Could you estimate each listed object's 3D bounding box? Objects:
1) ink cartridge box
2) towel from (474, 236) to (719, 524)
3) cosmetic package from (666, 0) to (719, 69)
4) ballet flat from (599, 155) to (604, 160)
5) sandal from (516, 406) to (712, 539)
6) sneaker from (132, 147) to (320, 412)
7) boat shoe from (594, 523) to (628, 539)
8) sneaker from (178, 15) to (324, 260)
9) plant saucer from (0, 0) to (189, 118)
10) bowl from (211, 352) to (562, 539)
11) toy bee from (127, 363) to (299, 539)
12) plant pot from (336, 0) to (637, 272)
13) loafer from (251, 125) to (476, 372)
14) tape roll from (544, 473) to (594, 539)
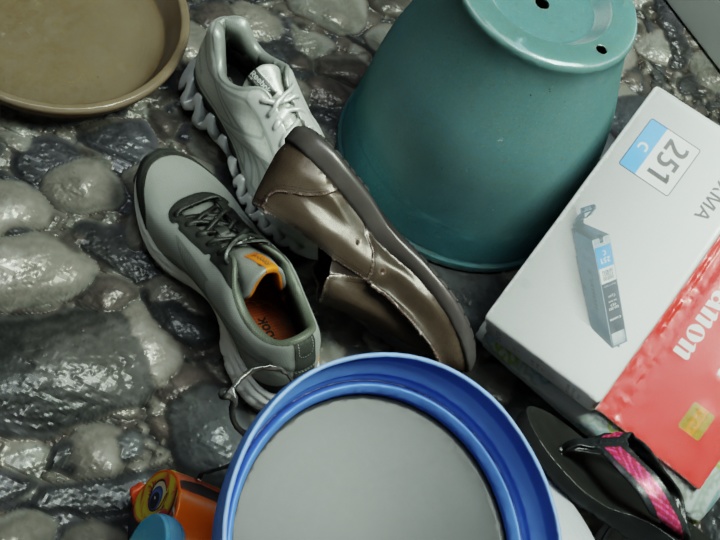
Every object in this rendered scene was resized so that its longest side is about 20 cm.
[{"bbox_3d":[0.208,0.009,0.780,0.175,0.045,0.201,36,83,14],"label":"ink cartridge box"},{"bbox_3d":[0.202,0.043,0.819,0.199,0.048,0.172,40,84,14],"label":"towel"},{"bbox_3d":[0.375,-0.229,1.082,0.112,0.081,0.202,-19,66,-27],"label":"cosmetic package"},{"bbox_3d":[0.233,0.003,0.891,0.068,0.070,0.202,-13,70,-26],"label":"ballet flat"},{"bbox_3d":[0.183,0.142,0.742,0.199,0.045,0.075,37,21,0],"label":"sandal"},{"bbox_3d":[-0.082,-0.008,0.774,0.073,0.080,0.201,-24,66,-29],"label":"sneaker"},{"bbox_3d":[0.170,0.229,0.706,0.070,0.070,0.202,21,49,-6],"label":"boat shoe"},{"bbox_3d":[-0.060,-0.094,0.839,0.075,0.081,0.201,-27,71,-34],"label":"sneaker"},{"bbox_3d":[-0.225,-0.188,0.876,0.197,0.030,0.203,10,55,-14],"label":"plant saucer"},{"bbox_3d":[0.015,0.145,0.617,0.198,0.039,0.204,10,68,-25],"label":"bowl"},{"bbox_3d":[-0.098,0.160,0.657,0.131,0.108,0.201,49,63,-22],"label":"toy bee"},{"bbox_3d":[0.100,-0.136,0.855,0.197,0.189,0.203,9,54,-13],"label":"plant pot"},{"bbox_3d":[0.000,0.000,0.786,0.071,0.073,0.201,-41,102,-5],"label":"loafer"},{"bbox_3d":[0.046,0.196,0.689,0.197,0.066,0.203,10,55,-14],"label":"tape roll"}]
